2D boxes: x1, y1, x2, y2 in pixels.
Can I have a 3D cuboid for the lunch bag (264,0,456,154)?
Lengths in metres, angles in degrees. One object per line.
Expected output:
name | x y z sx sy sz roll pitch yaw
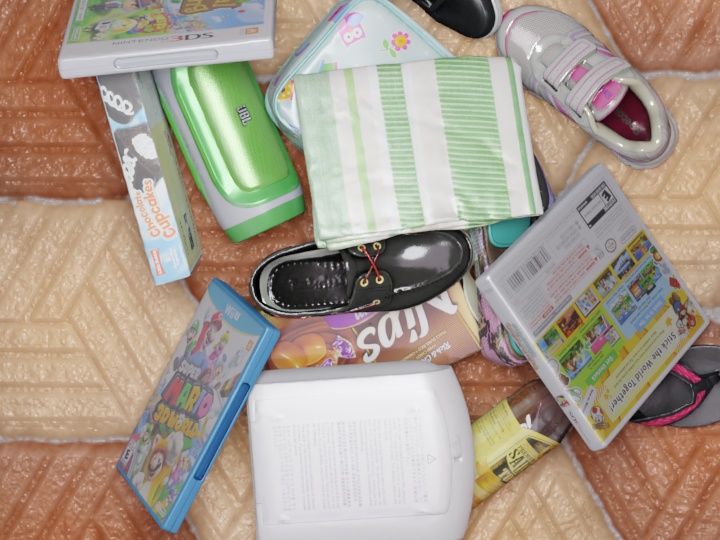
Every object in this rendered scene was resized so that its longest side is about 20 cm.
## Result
lunch bag | 0.028 -0.142 1.579 0.200 0.077 0.161 40 87 -16

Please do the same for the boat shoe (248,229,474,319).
boat shoe | 0.001 0.003 1.544 0.199 0.063 0.075 -10 87 11

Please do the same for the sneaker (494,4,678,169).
sneaker | 0.207 -0.169 1.581 0.199 0.088 0.082 36 94 -1

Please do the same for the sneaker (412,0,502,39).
sneaker | 0.029 -0.266 1.561 0.200 0.112 0.073 47 134 4

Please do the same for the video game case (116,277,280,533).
video game case | -0.149 0.118 1.589 0.018 0.143 0.201 26 95 -29

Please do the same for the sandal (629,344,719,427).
sandal | 0.266 0.111 1.622 0.198 0.045 0.076 -4 94 2

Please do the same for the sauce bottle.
sauce bottle | 0.147 0.144 1.608 0.199 0.066 0.066 -39 93 13

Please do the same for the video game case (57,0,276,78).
video game case | -0.163 -0.227 1.537 0.180 0.201 0.022 -5 122 2

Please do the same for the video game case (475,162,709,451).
video game case | 0.209 0.029 1.561 0.200 0.023 0.183 -42 100 -39

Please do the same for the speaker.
speaker | -0.122 -0.131 1.593 0.088 0.088 0.202 -23 94 3

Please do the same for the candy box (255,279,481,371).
candy box | 0.005 0.055 1.619 0.198 0.056 0.118 -23 94 4

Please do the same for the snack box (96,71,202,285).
snack box | -0.187 -0.096 1.572 0.037 0.116 0.202 -14 99 3

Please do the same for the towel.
towel | 0.050 -0.104 1.518 0.198 0.023 0.154 -8 83 -5

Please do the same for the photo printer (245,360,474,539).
photo printer | 0.002 0.165 1.564 0.198 0.069 0.168 -5 93 4

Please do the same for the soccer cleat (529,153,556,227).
soccer cleat | 0.168 -0.021 1.613 0.068 0.073 0.202 -25 76 32

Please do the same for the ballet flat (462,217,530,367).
ballet flat | 0.116 -0.015 1.569 0.071 0.069 0.203 -6 89 45
